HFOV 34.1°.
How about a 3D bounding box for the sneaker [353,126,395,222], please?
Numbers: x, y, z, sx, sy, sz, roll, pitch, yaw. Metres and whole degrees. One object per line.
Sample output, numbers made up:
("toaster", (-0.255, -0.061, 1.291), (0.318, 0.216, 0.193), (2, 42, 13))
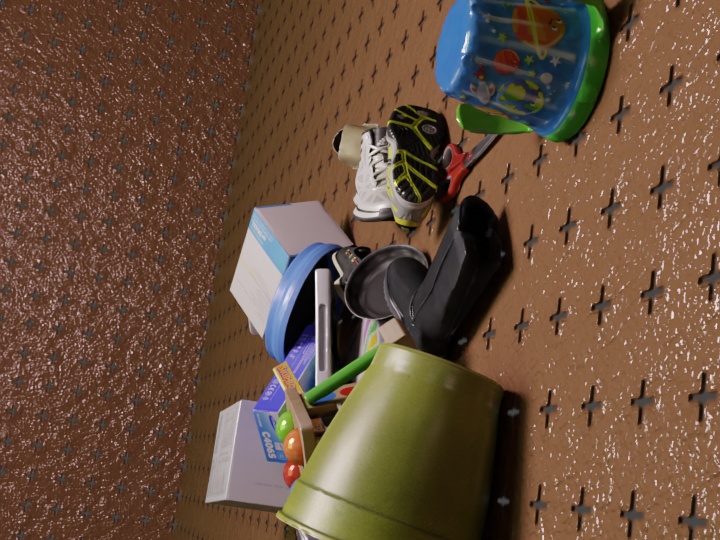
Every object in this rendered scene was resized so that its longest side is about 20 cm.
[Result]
("sneaker", (0.023, -0.133, 1.588), (0.201, 0.075, 0.116), (-121, 29, -73))

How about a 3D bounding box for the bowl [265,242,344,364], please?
("bowl", (-0.079, 0.052, 1.757), (0.201, 0.039, 0.201), (-53, -25, -38))

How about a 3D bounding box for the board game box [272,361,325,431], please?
("board game box", (-0.061, 0.215, 1.579), (0.096, 0.030, 0.200), (56, 170, 43))

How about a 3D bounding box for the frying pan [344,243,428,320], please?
("frying pan", (0.060, 0.027, 1.434), (0.190, 0.031, 0.115), (22, 68, 42))

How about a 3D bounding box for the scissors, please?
("scissors", (0.125, -0.121, 1.355), (0.200, 0.014, 0.073), (173, 110, -74))

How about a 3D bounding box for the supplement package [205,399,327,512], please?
("supplement package", (-0.142, 0.293, 1.811), (0.200, 0.151, 0.151), (143, 137, -70))

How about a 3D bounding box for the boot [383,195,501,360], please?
("boot", (0.088, -0.007, 1.286), (0.200, 0.065, 0.165), (107, 153, -47))

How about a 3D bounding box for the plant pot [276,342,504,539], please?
("plant pot", (0.047, 0.179, 1.122), (0.193, 0.200, 0.200), (-69, 13, -8))

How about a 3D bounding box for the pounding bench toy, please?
("pounding bench toy", (-0.013, 0.160, 1.271), (0.124, 0.156, 0.200), (-131, 33, -72))

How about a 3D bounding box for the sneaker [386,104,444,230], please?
("sneaker", (0.060, -0.133, 1.465), (0.200, 0.075, 0.076), (-78, 2, -46))

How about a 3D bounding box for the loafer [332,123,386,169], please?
("loafer", (0.003, -0.183, 1.766), (0.200, 0.067, 0.076), (-174, 95, -76))

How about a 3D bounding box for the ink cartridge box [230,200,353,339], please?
("ink cartridge box", (-0.116, 0.007, 1.894), (0.125, 0.128, 0.200), (53, 136, 35))

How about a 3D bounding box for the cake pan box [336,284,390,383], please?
("cake pan box", (0.015, 0.150, 1.509), (0.200, 0.052, 0.184), (114, 163, -47))

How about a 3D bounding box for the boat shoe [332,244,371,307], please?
("boat shoe", (0.002, 0.002, 1.656), (0.063, 0.074, 0.201), (-41, 12, 9))

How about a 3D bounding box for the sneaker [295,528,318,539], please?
("sneaker", (-0.067, 0.391, 1.599), (0.200, 0.077, 0.112), (-95, 22, -48))

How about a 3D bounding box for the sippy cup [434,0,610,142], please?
("sippy cup", (0.143, -0.199, 1.091), (0.140, 0.130, 0.178), (-110, 33, -65))

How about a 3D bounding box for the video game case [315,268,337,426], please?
("video game case", (-0.046, 0.109, 1.585), (0.200, 0.023, 0.182), (83, -173, -76))

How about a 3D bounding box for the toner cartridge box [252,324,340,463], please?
("toner cartridge box", (-0.085, 0.173, 1.673), (0.200, 0.043, 0.095), (-58, -37, -49))
